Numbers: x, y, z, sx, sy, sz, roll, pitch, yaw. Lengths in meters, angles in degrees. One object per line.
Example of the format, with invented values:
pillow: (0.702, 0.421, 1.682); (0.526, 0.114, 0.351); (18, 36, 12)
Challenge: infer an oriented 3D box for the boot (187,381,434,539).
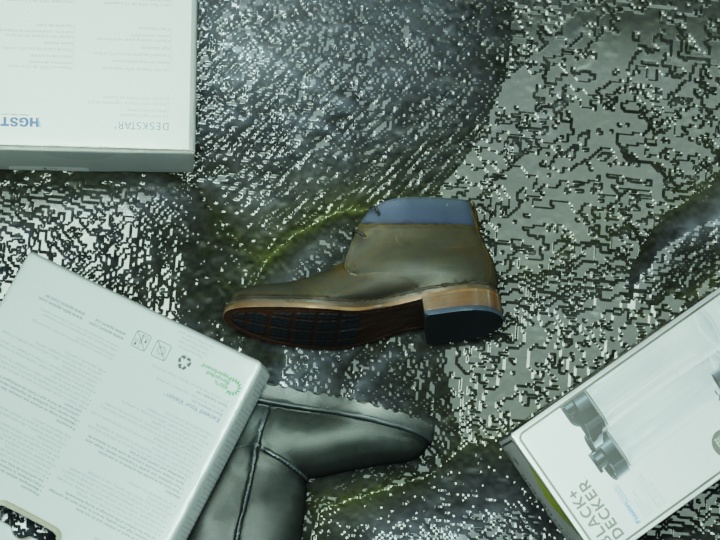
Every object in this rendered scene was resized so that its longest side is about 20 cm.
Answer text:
boot: (-0.046, 0.187, 1.717); (0.164, 0.066, 0.201); (11, 77, 5)

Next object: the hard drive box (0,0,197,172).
hard drive box: (-0.194, -0.175, 1.754); (0.155, 0.077, 0.201); (2, 81, -5)

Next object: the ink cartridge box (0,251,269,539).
ink cartridge box: (-0.193, 0.115, 1.702); (0.199, 0.041, 0.200); (25, 79, 17)

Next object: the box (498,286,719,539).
box: (0.214, 0.112, 1.757); (0.200, 0.060, 0.117); (-33, 86, -9)

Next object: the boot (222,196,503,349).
boot: (0.000, 0.000, 1.760); (0.199, 0.075, 0.097); (0, 64, -6)
